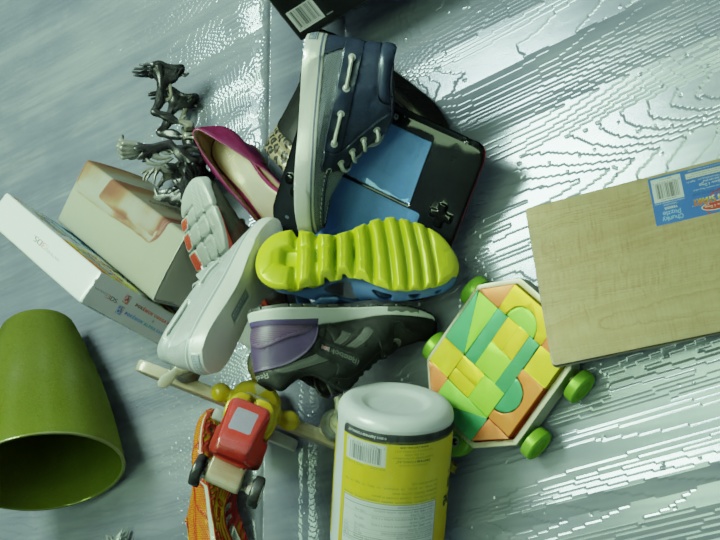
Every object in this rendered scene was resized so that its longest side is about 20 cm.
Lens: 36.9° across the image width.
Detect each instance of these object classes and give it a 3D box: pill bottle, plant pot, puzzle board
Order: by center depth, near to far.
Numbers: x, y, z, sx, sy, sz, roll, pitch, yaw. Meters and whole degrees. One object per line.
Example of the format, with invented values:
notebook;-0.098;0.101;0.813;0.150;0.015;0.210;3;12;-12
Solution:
puzzle board;0.254;-0.007;0.958;0.197;0.017;0.153;-14;70;20
pill bottle;0.028;0.217;1.024;0.111;0.111;0.203;13;107;34
plant pot;-0.385;0.156;1.305;0.186;0.186;0.202;-34;50;25

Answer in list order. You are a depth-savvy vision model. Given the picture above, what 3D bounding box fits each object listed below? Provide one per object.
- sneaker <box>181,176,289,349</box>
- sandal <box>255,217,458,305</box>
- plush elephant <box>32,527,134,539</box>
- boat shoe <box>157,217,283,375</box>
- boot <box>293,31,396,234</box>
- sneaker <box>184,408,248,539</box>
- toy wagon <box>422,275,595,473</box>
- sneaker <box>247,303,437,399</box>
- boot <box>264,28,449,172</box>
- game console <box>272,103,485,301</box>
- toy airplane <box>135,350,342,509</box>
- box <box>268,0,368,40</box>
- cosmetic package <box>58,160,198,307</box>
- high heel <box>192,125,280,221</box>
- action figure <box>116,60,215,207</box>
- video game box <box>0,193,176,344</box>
sneaker;-0.127;-0.013;1.175;0.077;0.081;0.202;-16;100;49
sandal;0.000;0.000;1.070;0.197;0.087;0.081;1;63;11
plush elephant;-0.348;0.394;1.235;0.164;0.154;0.202;29;99;33
boat shoe;-0.137;0.021;1.072;0.067;0.073;0.202;6;51;22
boot;-0.015;-0.125;1.050;0.089;0.073;0.203;6;114;3
sneaker;-0.167;0.254;1.190;0.076;0.072;0.203;-16;71;41
toy wagon;0.124;0.109;1.033;0.155;0.039;0.201;43;106;31
sneaker;-0.016;0.081;1.053;0.076;0.197;0.089;157;111;-63
boot;-0.010;-0.148;1.147;0.200;0.073;0.152;40;109;25
game console;0.013;-0.081;1.093;0.198;0.031;0.179;26;115;17
toy airplane;-0.103;0.138;1.091;0.198;0.198;0.143;27;100;47
box;0.001;-0.352;1.134;0.198;0.079;0.142;-24;35;28
cosmetic package;-0.251;-0.042;1.274;0.199;0.103;0.088;34;100;32
high heel;-0.112;-0.083;1.190;0.067;0.095;0.201;-42;62;21
action figure;-0.225;-0.138;1.267;0.100;0.119;0.203;-13;65;1
video game box;-0.315;0.004;1.260;0.199;0.182;0.047;34;88;32
